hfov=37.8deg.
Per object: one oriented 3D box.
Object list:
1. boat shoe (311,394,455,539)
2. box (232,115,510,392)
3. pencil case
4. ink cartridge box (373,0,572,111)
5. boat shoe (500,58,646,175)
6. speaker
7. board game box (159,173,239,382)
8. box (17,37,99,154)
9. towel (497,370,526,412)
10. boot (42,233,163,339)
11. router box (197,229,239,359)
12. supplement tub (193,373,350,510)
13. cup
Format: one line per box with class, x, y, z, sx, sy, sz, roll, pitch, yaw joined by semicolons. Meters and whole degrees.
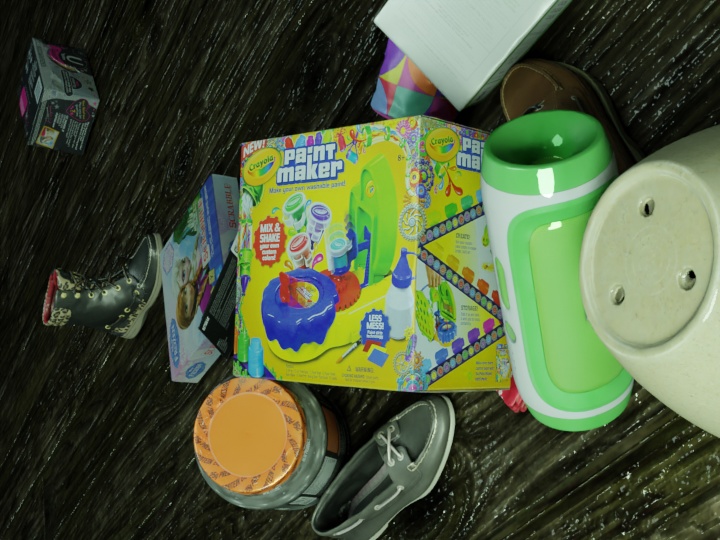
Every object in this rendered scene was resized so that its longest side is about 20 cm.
boat shoe;0.018;0.184;0.941;0.201;0.056;0.067;-58;38;37
box;0.009;-0.007;0.835;0.198;0.121;0.196;-2;85;44
pencil case;0.069;-0.223;0.916;0.088;0.087;0.203;36;114;57
ink cartridge box;0.112;-0.232;0.804;0.104;0.059;0.200;46;122;7
boat shoe;0.146;-0.101;0.767;0.073;0.067;0.201;-65;34;28
speaker;0.130;0.004;0.676;0.088;0.087;0.202;44;154;54
board game box;-0.206;0.013;1.383;0.200;0.041;0.203;-48;45;46
box;-0.592;-0.343;2.061;0.133;0.113;0.201;-62;37;29
towel;0.105;0.004;0.864;0.200;0.022;0.146;48;124;53
boot;-0.386;0.021;1.587;0.201;0.149;0.074;-58;38;36
router box;-0.070;-0.017;1.026;0.051;0.149;0.201;44;137;12
supplement tub;-0.081;0.157;0.967;0.200;0.120;0.125;58;-150;-74
cup;0.204;0.003;0.571;0.199;0.141;0.204;-18;69;58
